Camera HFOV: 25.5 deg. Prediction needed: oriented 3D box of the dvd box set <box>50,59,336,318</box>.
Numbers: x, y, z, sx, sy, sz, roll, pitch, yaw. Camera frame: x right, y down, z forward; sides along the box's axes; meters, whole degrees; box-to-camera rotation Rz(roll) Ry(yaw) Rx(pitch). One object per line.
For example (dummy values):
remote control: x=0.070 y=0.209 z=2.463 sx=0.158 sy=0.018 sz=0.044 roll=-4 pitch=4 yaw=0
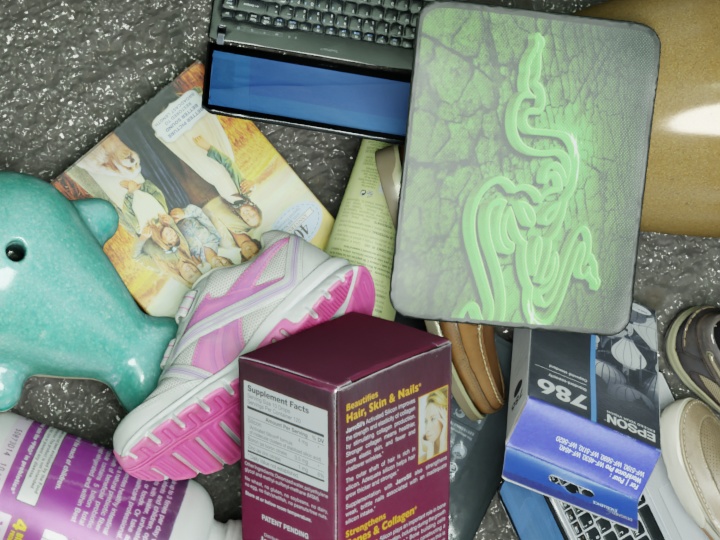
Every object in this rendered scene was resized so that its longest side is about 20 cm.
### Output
dvd box set: x=-0.103 y=-0.024 z=1.108 sx=0.146 sy=0.029 sz=0.200 roll=-40 pitch=90 yaw=-11

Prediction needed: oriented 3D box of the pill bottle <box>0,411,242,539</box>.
pill bottle: x=-0.164 y=0.176 z=1.035 sx=0.198 sy=0.112 sz=0.113 roll=21 pitch=81 yaw=-5

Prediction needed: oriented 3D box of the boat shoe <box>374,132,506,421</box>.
boat shoe: x=0.071 y=0.005 z=1.048 sx=0.067 sy=0.072 sz=0.202 roll=-17 pitch=112 yaw=8

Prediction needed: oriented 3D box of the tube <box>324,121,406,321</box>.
tube: x=0.000 y=0.000 z=1.084 sx=0.052 sy=0.058 sz=0.202 roll=26 pitch=74 yaw=-39

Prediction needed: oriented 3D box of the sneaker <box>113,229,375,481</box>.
sneaker: x=-0.086 y=0.053 z=1.031 sx=0.200 sy=0.082 sz=0.088 roll=-41 pitch=56 yaw=-16

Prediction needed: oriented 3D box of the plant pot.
plant pot: x=0.172 y=-0.105 z=1.100 sx=0.198 sy=0.186 sz=0.189 roll=-5 pitch=84 yaw=5

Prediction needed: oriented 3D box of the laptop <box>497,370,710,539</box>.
laptop: x=0.190 y=0.189 z=1.070 sx=0.199 sy=0.116 sz=0.189 roll=-26 pitch=90 yaw=-20

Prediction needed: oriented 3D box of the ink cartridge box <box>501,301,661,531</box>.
ink cartridge box: x=0.150 y=0.078 z=1.067 sx=0.099 sy=0.201 sz=0.039 roll=22 pitch=126 yaw=-7

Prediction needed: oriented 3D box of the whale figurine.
whale figurine: x=-0.197 y=0.018 z=1.026 sx=0.199 sy=0.104 sz=0.160 roll=33 pitch=68 yaw=-9

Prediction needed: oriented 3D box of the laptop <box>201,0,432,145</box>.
laptop: x=-0.014 y=-0.183 z=1.103 sx=0.175 sy=0.103 sz=0.202 roll=9 pitch=82 yaw=-8

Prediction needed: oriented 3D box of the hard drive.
hard drive: x=0.031 y=0.125 z=1.111 sx=0.139 sy=0.033 sz=0.201 roll=28 pitch=80 yaw=-5

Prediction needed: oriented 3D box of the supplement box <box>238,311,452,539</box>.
supplement box: x=-0.009 y=0.141 z=0.988 sx=0.110 sy=0.085 sz=0.202 roll=-19 pitch=115 yaw=-46

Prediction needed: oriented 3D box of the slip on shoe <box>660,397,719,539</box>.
slip on shoe: x=0.278 y=0.176 z=1.113 sx=0.076 sy=0.060 sz=0.202 roll=-24 pitch=89 yaw=-49

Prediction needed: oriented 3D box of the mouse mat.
mouse mat: x=0.104 y=-0.063 z=1.008 sx=0.159 sy=0.008 sz=0.202 roll=5 pitch=96 yaw=-7

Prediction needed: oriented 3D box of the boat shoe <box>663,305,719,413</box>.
boat shoe: x=0.304 y=0.100 z=1.135 sx=0.199 sy=0.073 sz=0.075 roll=36 pitch=80 yaw=-3
